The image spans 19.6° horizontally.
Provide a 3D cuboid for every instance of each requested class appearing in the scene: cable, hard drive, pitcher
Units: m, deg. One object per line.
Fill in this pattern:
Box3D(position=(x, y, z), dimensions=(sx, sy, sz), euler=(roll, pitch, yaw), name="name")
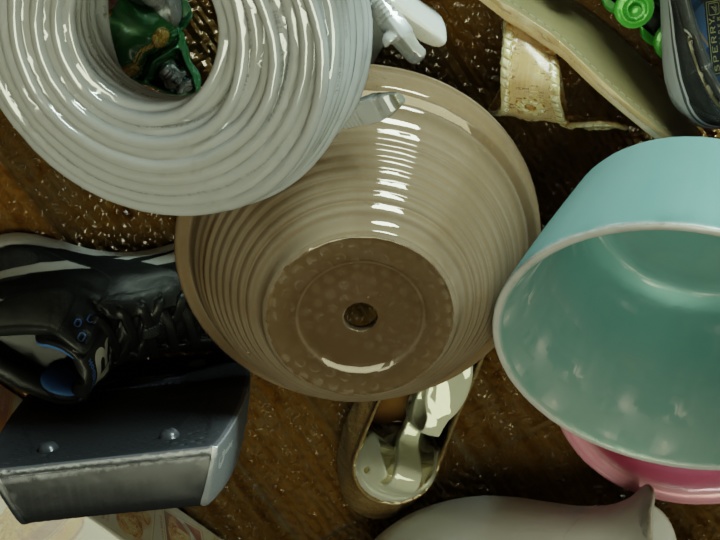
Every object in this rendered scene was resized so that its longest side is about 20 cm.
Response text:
Box3D(position=(-0.095, -0.120, 1.020), dimensions=(0.200, 0.069, 0.200), euler=(-30, 101, 27), name="cable")
Box3D(position=(-0.127, 0.090, 1.161), dimensions=(0.134, 0.200, 0.043), euler=(-6, 102, 2), name="hard drive")
Box3D(position=(0.108, 0.199, 1.293), dimensions=(0.199, 0.122, 0.172), euler=(-15, 159, 17), name="pitcher")

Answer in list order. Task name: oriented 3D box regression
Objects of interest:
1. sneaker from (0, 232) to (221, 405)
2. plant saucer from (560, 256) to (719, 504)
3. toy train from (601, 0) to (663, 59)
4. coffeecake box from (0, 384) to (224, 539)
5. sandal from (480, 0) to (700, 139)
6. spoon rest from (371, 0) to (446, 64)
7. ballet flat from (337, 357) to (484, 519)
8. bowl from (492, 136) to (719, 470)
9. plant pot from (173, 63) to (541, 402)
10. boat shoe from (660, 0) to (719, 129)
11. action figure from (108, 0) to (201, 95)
Box3D(position=(-0.127, 0.037, 1.182), dimensions=(0.199, 0.112, 0.073), euler=(3, 121, -4), name="sneaker")
Box3D(position=(0.208, 0.045, 1.239), dimensions=(0.199, 0.051, 0.201), euler=(-1, 121, -2), name="plant saucer")
Box3D(position=(0.117, -0.185, 1.106), dimensions=(0.200, 0.042, 0.056), euler=(37, 103, -21), name="toy train")
Box3D(position=(-0.208, 0.180, 1.285), dimensions=(0.200, 0.073, 0.153), euler=(38, 112, -22), name="coffeecake box")
Box3D(position=(0.086, -0.117, 1.128), dimensions=(0.212, 0.078, 0.070), euler=(40, 117, -14), name="sandal")
Box3D(position=(-0.027, -0.091, 1.152), dimensions=(0.099, 0.061, 0.200), euler=(36, 126, -20), name="spoon rest")
Box3D(position=(0.035, 0.084, 1.240), dimensions=(0.068, 0.072, 0.201), euler=(17, 119, -14), name="ballet flat")
Box3D(position=(0.176, 0.006, 1.104), dimensions=(0.200, 0.105, 0.201), euler=(9, 141, 8), name="bowl")
Box3D(position=(0.000, 0.000, 1.105), dimensions=(0.200, 0.093, 0.202), euler=(-1, 121, -2), name="plant pot")
Box3D(position=(0.181, -0.169, 1.074), dimensions=(0.070, 0.066, 0.201), euler=(-11, 103, -18), name="boat shoe")
Box3D(position=(-0.160, -0.156, 1.105), dimensions=(0.200, 0.055, 0.118), euler=(37, 110, -26), name="action figure")
